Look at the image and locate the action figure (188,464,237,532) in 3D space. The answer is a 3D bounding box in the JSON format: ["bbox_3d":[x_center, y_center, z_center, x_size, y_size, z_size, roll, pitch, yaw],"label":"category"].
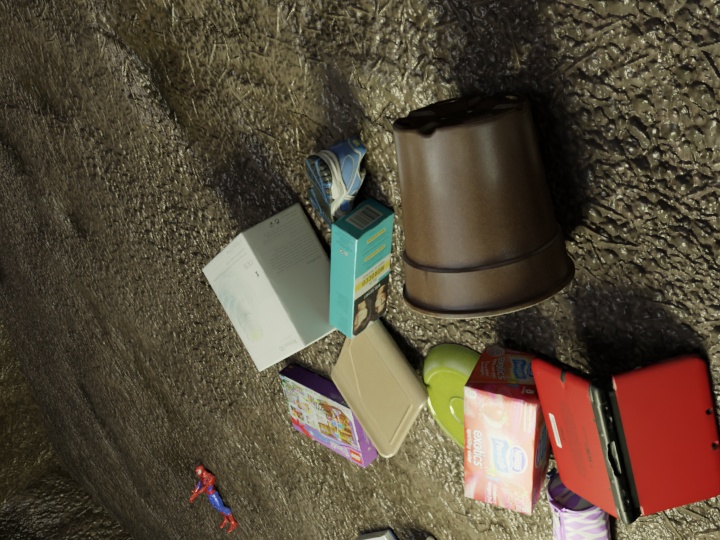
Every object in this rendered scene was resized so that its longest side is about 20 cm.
[{"bbox_3d":[-0.398,0.600,2.351,0.065,0.099,0.202,4,120,48],"label":"action figure"}]

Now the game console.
[{"bbox_3d":[0.313,0.181,1.073,0.172,0.118,0.202,23,136,57],"label":"game console"}]

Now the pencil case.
[{"bbox_3d":[0.300,0.367,1.252,0.083,0.085,0.202,17,132,42],"label":"pencil case"}]

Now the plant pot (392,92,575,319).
[{"bbox_3d":[0.124,-0.079,0.998,0.199,0.199,0.201,11,120,47],"label":"plant pot"}]

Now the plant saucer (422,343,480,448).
[{"bbox_3d":[0.159,0.201,1.336,0.199,0.031,0.202,33,141,31],"label":"plant saucer"}]

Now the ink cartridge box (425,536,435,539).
[{"bbox_3d":[0.136,0.617,1.627,0.200,0.147,0.146,41,145,20],"label":"ink cartridge box"}]

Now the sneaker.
[{"bbox_3d":[-0.027,-0.115,1.261,0.076,0.077,0.200,51,165,11],"label":"sneaker"}]

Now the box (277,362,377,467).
[{"bbox_3d":[-0.061,0.262,1.665,0.199,0.039,0.138,20,133,42],"label":"box"}]

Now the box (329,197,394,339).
[{"bbox_3d":[0.000,0.000,1.315,0.049,0.082,0.202,33,142,28],"label":"box"}]

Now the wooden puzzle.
[{"bbox_3d":[0.031,0.180,1.461,0.186,0.037,0.201,55,145,23],"label":"wooden puzzle"}]

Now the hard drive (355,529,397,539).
[{"bbox_3d":[0.080,0.606,1.802,0.201,0.025,0.132,55,147,0],"label":"hard drive"}]

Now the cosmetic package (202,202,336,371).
[{"bbox_3d":[-0.133,0.033,1.463,0.202,0.122,0.199,59,148,1],"label":"cosmetic package"}]

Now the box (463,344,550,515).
[{"bbox_3d":[0.196,0.211,1.206,0.098,0.096,0.202,11,126,22],"label":"box"}]
